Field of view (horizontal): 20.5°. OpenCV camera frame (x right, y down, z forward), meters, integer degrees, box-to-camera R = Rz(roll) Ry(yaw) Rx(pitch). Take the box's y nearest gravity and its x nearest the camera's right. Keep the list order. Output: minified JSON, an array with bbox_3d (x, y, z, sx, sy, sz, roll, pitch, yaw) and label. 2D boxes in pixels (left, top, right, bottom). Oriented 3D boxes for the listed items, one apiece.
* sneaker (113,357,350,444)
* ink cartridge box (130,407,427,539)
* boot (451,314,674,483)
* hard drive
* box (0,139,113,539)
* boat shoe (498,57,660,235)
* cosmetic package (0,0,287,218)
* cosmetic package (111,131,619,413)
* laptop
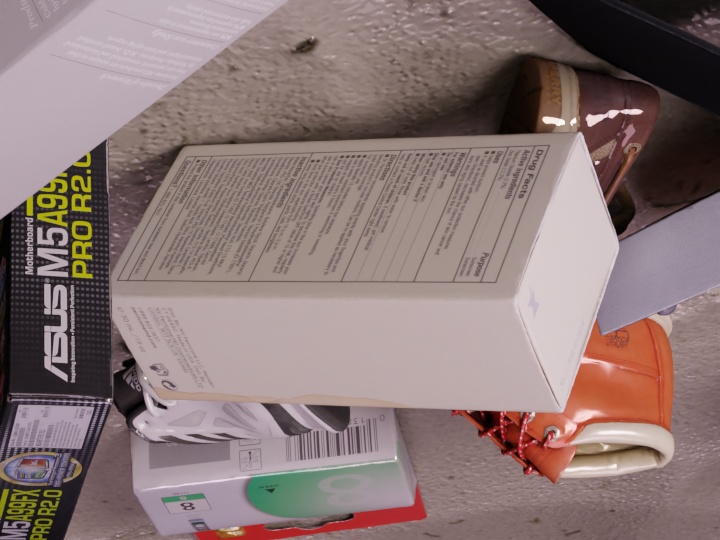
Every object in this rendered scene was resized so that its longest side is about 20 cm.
[{"bbox_3d":[-0.091,0.051,1.039,0.115,0.076,0.201,-16,152,16],"label":"sneaker"},{"bbox_3d":[-0.044,0.147,1.249,0.160,0.050,0.200,-8,149,5],"label":"ink cartridge box"},{"bbox_3d":[0.073,0.058,1.049,0.199,0.108,0.075,2,152,-9],"label":"boot"},{"bbox_3d":[0.204,-0.032,0.908,0.199,0.042,0.135,-25,179,22],"label":"hard drive"},{"bbox_3d":[-0.149,0.030,0.906,0.044,0.161,0.200,3,151,-15],"label":"box"},{"bbox_3d":[0.095,-0.025,0.941,0.072,0.072,0.200,1,144,-8],"label":"boat shoe"},{"bbox_3d":[-0.128,-0.094,0.697,0.200,0.107,0.090,-33,160,29],"label":"cosmetic package"},{"bbox_3d":[0.000,0.000,0.868,0.199,0.104,0.073,2,136,28],"label":"cosmetic package"},{"bbox_3d":[0.168,-0.111,0.759,0.199,0.104,0.177,-29,161,18],"label":"laptop"}]
